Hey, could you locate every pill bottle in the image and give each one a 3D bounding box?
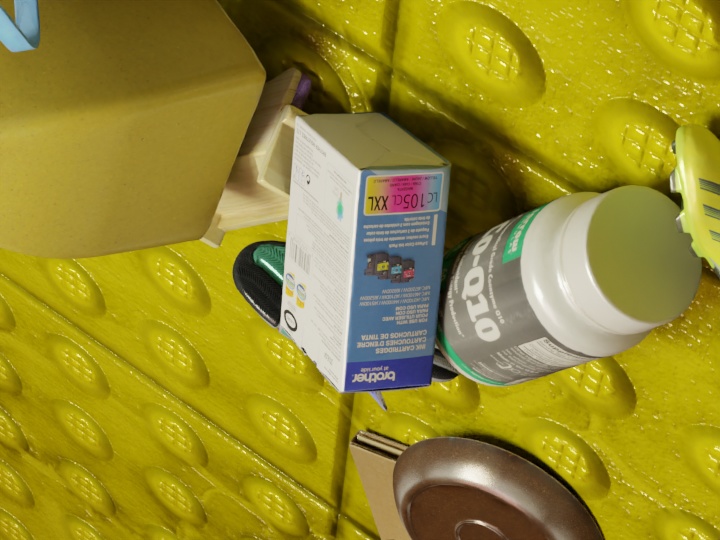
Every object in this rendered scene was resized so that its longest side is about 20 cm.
[{"bbox_3d":[0.139,0.010,1.597,0.113,0.113,0.200,49,150,-10],"label":"pill bottle"}]

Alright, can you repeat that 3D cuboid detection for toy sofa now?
[{"bbox_3d":[-0.079,-0.084,1.798,0.083,0.098,0.200,29,159,-29],"label":"toy sofa"}]

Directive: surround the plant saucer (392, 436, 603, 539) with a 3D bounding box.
[{"bbox_3d":[0.110,0.221,1.962,0.200,0.032,0.200,22,142,18],"label":"plant saucer"}]

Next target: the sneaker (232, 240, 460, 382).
[{"bbox_3d":[-0.015,0.044,1.843,0.200,0.075,0.088,26,161,-6],"label":"sneaker"}]

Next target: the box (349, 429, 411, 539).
[{"bbox_3d":[0.080,0.239,2.064,0.163,0.021,0.200,18,141,34],"label":"box"}]

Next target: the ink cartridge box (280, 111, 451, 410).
[{"bbox_3d":[0.000,0.000,1.664,0.136,0.076,0.200,-135,48,-61],"label":"ink cartridge box"}]

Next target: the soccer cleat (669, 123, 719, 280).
[{"bbox_3d":[0.259,-0.014,1.489,0.084,0.065,0.200,-16,116,24],"label":"soccer cleat"}]

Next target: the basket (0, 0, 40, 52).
[{"bbox_3d":[-0.248,-0.260,1.522,0.139,0.200,0.176,-10,164,6],"label":"basket"}]

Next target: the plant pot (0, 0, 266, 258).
[{"bbox_3d":[-0.222,-0.126,1.691,0.196,0.200,0.194,54,143,25],"label":"plant pot"}]
